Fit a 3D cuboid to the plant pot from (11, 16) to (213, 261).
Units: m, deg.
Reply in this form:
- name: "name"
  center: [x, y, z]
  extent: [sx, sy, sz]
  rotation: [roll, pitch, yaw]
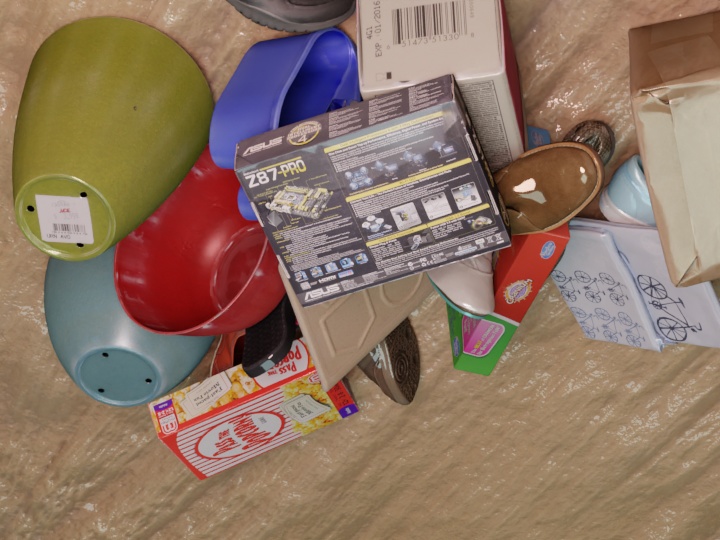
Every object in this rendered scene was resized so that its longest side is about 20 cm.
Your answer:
- name: "plant pot"
  center: [-0.245, -0.104, 1.526]
  extent: [0.185, 0.201, 0.189]
  rotation: [4, 127, 5]

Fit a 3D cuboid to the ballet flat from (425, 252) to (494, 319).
- name: "ballet flat"
  center: [0.095, -0.019, 1.597]
  extent: [0.069, 0.200, 0.070]
  rotation: [-3, 110, -7]

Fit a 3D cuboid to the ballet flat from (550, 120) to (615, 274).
- name: "ballet flat"
  center: [0.188, -0.063, 1.630]
  extent: [0.046, 0.067, 0.201]
  rotation: [-15, 142, -46]

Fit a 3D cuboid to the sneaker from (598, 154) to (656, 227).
- name: "sneaker"
  center: [0.340, -0.061, 1.628]
  extent: [0.198, 0.074, 0.082]
  rotation: [14, 138, -9]

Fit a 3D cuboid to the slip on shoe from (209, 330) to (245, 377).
- name: "slip on shoe"
  center: [-0.125, 0.107, 1.822]
  extent: [0.073, 0.062, 0.201]
  rotation: [-3, 136, -16]

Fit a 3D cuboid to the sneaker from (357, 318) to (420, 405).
- name: "sneaker"
  center: [0.004, 0.065, 1.790]
  extent: [0.075, 0.071, 0.201]
  rotation: [1, 133, 30]

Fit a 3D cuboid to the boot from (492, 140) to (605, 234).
- name: "boot"
  center: [0.125, -0.059, 1.475]
  extent: [0.199, 0.075, 0.074]
  rotation: [-20, 90, 36]

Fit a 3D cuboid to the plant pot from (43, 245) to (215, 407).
- name: "plant pot"
  center: [-0.246, 0.063, 1.746]
  extent: [0.198, 0.136, 0.201]
  rotation: [2, 133, 2]

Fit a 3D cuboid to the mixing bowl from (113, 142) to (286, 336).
- name: "mixing bowl"
  center: [-0.137, -0.015, 1.646]
  extent: [0.199, 0.202, 0.108]
  rotation: [-26, 147, 26]

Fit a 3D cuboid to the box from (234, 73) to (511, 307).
- name: "box"
  center: [0.012, -0.064, 1.409]
  extent: [0.198, 0.049, 0.162]
  rotation: [-17, 128, 13]

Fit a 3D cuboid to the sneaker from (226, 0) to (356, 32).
- name: "sneaker"
  center: [-0.094, -0.271, 1.461]
  extent: [0.198, 0.074, 0.082]
  rotation: [14, 133, -9]

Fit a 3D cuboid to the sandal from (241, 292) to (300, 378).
- name: "sandal"
  center: [-0.083, 0.055, 1.679]
  extent: [0.075, 0.201, 0.045]
  rotation: [-33, 114, 21]

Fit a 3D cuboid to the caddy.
- name: "caddy"
  center: [-0.051, -0.132, 1.514]
  extent: [0.104, 0.201, 0.142]
  rotation: [-2, 135, 29]

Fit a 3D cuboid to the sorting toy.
- name: "sorting toy"
  center: [0.000, 0.000, 1.666]
  extent: [0.036, 0.185, 0.201]
  rotation: [29, 149, 36]

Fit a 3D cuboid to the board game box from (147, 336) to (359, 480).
- name: "board game box"
  center: [-0.113, 0.148, 1.791]
  extent: [0.198, 0.047, 0.152]
  rotation: [-24, 153, 2]

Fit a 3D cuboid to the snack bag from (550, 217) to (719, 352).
- name: "snack bag"
  center: [0.279, 0.018, 1.680]
  extent: [0.199, 0.021, 0.189]
  rotation: [9, 143, 41]

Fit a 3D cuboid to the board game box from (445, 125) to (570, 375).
- name: "board game box"
  center: [0.139, -0.020, 1.626]
  extent: [0.040, 0.154, 0.201]
  rotation: [11, 133, -16]

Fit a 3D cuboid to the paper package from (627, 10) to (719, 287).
- name: "paper package"
  center: [0.303, -0.114, 1.467]
  extent: [0.102, 0.200, 0.192]
  rotation: [-11, 113, 13]

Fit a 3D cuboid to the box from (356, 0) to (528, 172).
- name: "box"
  center: [0.076, -0.167, 1.476]
  extent: [0.126, 0.110, 0.200]
  rotation: [-6, 156, 9]
